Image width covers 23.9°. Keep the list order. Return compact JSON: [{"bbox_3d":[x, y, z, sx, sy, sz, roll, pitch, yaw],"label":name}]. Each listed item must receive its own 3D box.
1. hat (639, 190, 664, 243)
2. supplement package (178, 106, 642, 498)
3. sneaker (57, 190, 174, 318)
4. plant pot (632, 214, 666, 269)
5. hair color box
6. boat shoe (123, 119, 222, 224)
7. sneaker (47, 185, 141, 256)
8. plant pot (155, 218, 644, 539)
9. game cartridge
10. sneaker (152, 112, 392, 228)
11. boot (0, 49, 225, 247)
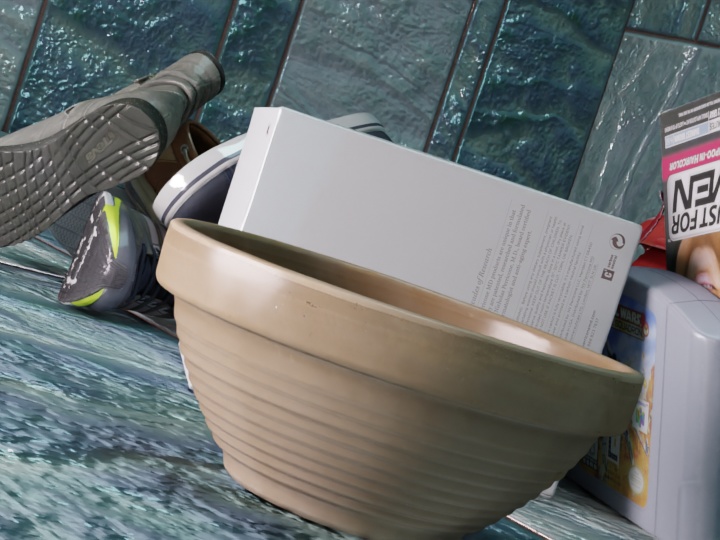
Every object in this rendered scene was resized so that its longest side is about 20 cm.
[{"bbox_3d":[0.131,0.023,1.132,0.200,0.176,0.166,21,4,40],"label":"hat"},{"bbox_3d":[0.020,0.011,0.930,0.200,0.152,0.151,18,3,-10],"label":"supplement package"},{"bbox_3d":[-0.136,-0.004,1.069,0.081,0.074,0.200,22,5,-3],"label":"sneaker"},{"bbox_3d":[0.269,0.060,1.307,0.200,0.183,0.200,16,2,-1],"label":"plant pot"},{"bbox_3d":[0.210,0.007,0.901,0.061,0.200,0.099,-1,-5,-16],"label":"hair color box"},{"bbox_3d":[-0.074,-0.022,1.169,0.200,0.072,0.076,43,26,-3],"label":"boat shoe"},{"bbox_3d":[-0.141,-0.026,1.238,0.200,0.073,0.071,27,37,-29],"label":"sneaker"},{"bbox_3d":[0.005,0.052,0.687,0.201,0.093,0.201,19,3,-1],"label":"plant pot"},{"bbox_3d":[0.154,0.066,0.928,0.041,0.133,0.200,-5,9,-14],"label":"game cartridge"},{"bbox_3d":[-0.039,-0.048,1.109,0.200,0.078,0.079,-19,67,-42],"label":"sneaker"},{"bbox_3d":[-0.189,-0.082,1.149,0.200,0.068,0.131,-18,17,23],"label":"boot"}]
